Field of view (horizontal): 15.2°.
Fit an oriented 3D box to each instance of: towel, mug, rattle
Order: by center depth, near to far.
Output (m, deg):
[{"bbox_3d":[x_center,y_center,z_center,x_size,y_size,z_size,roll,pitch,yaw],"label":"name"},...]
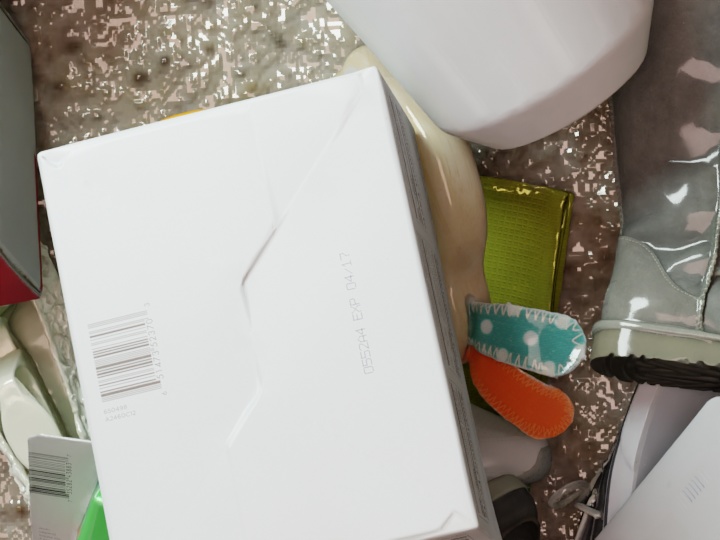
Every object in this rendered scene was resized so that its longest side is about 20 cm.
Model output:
[{"bbox_3d":[0.057,-0.147,1.214,0.149,0.187,0.153,-27,107,24],"label":"mug"},{"bbox_3d":[0.000,0.000,1.257,0.130,0.143,0.201,-38,68,42],"label":"rattle"},{"bbox_3d":[0.049,0.053,1.338,0.086,0.018,0.201,9,95,8],"label":"towel"}]

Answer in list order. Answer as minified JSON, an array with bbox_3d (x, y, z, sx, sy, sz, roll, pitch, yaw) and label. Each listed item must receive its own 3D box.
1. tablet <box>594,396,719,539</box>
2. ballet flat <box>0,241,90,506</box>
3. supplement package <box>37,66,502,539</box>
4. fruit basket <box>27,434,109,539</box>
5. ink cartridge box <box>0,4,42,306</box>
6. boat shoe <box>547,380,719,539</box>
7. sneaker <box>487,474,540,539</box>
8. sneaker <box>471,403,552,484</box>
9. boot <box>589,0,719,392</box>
[{"bbox_3d":[0.150,0.167,1.231,0.130,0.014,0.200,50,127,22],"label":"tablet"},{"bbox_3d":[-0.173,0.040,1.352,0.072,0.072,0.200,-28,88,10],"label":"ballet flat"},{"bbox_3d":[-0.038,0.037,1.174,0.155,0.111,0.201,-13,78,6],"label":"supplement package"},{"bbox_3d":[-0.070,0.161,1.313,0.185,0.094,0.200,14,141,10],"label":"fruit basket"},{"bbox_3d":[-0.265,-0.047,1.326,0.199,0.083,0.146,-11,65,10],"label":"ink cartridge box"},{"bbox_3d":[0.133,0.118,1.302,0.073,0.068,0.200,-5,109,-34],"label":"boat shoe"},{"bbox_3d":[0.067,0.193,1.259,0.106,0.075,0.200,42,135,31],"label":"sneaker"},{"bbox_3d":[0.000,0.056,1.310,0.200,0.070,0.081,15,93,19],"label":"sneaker"},{"bbox_3d":[0.192,-0.044,1.238,0.181,0.073,0.201,9,73,2],"label":"boot"}]
